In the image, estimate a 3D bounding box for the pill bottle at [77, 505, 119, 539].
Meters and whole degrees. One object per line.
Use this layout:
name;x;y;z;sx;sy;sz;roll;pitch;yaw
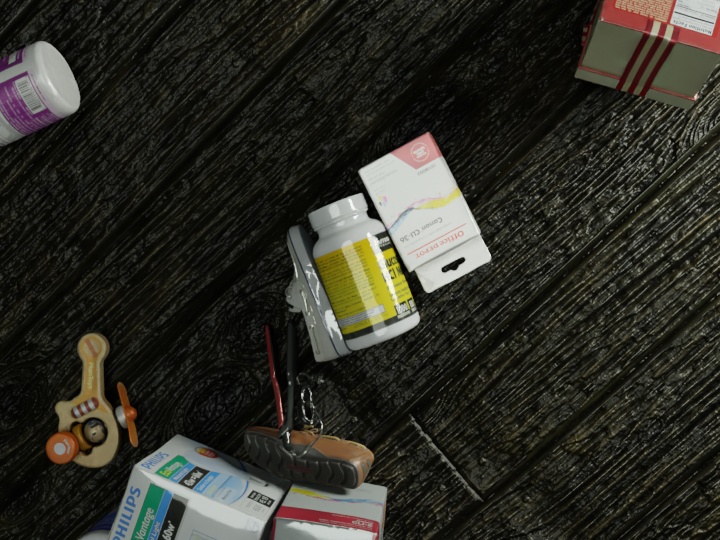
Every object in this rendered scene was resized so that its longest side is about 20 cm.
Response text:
pill bottle;-0.359;0.419;1.406;0.111;0.200;0.114;1;94;8

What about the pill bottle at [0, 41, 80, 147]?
pill bottle;-0.523;-0.245;1.422;0.198;0.112;0.113;-22;91;9

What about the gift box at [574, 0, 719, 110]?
gift box;0.395;-0.337;1.253;0.183;0.187;0.202;22;78;7

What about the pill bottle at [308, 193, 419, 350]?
pill bottle;0.000;0.000;1.367;0.111;0.112;0.202;-21;92;9

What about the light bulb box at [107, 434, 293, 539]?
light bulb box;-0.223;0.345;1.383;0.198;0.198;0.126;21;95;5

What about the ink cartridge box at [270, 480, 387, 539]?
ink cartridge box;-0.044;0.390;1.362;0.143;0.200;0.147;7;96;5

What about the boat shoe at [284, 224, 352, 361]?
boat shoe;-0.077;0.037;1.406;0.069;0.071;0.202;-20;95;12

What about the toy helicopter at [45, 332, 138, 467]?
toy helicopter;-0.394;0.195;1.458;0.130;0.079;0.203;2;91;7

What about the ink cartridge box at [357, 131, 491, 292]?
ink cartridge box;0.094;-0.078;1.370;0.116;0.067;0.202;-28;90;9

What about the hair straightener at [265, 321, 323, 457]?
hair straightener;-0.091;0.168;1.395;0.076;0.041;0.202;-11;66;7

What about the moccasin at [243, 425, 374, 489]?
moccasin;-0.078;0.262;1.420;0.199;0.078;0.075;2;111;23
